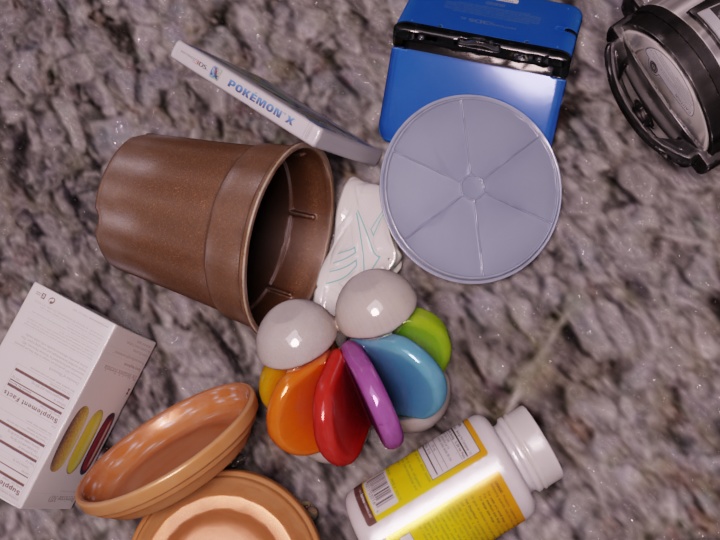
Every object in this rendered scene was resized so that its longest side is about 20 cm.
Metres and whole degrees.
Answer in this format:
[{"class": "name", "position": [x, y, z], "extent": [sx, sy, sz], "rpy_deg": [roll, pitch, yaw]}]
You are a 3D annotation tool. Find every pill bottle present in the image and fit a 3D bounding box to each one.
[{"class": "pill bottle", "position": [0.092, 0.215, 0.872], "extent": [0.198, 0.109, 0.110], "rpy_deg": [-31, 73, 0]}]

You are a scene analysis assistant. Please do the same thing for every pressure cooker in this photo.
[{"class": "pressure cooker", "position": [0.353, -0.205, 0.908], "extent": [0.198, 0.180, 0.177], "rpy_deg": [-31, 39, 0]}]

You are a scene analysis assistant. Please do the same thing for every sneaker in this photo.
[{"class": "sneaker", "position": [0.000, 0.000, 0.963], "extent": [0.079, 0.071, 0.203], "rpy_deg": [13, 77, 9]}]

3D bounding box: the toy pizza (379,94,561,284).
[{"class": "toy pizza", "position": [0.117, -0.086, 0.966], "extent": [0.196, 0.032, 0.204], "rpy_deg": [0, 84, -5]}]

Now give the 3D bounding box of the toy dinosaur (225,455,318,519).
[{"class": "toy dinosaur", "position": [-0.146, 0.244, 0.925], "extent": [0.197, 0.048, 0.089], "rpy_deg": [-14, 56, -5]}]

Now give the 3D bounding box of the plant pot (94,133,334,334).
[{"class": "plant pot", "position": [-0.154, -0.051, 0.946], "extent": [0.195, 0.200, 0.203], "rpy_deg": [14, 78, 21]}]

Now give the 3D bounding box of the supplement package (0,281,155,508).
[{"class": "supplement package", "position": [-0.325, 0.135, 0.955], "extent": [0.108, 0.114, 0.202], "rpy_deg": [24, 82, 15]}]

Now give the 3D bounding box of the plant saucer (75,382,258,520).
[{"class": "plant saucer", "position": [-0.185, 0.181, 0.893], "extent": [0.198, 0.200, 0.038], "rpy_deg": [-28, 104, 1]}]

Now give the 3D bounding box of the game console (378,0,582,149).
[{"class": "game console", "position": [0.136, -0.225, 1.026], "extent": [0.197, 0.119, 0.172], "rpy_deg": [14, 47, 11]}]

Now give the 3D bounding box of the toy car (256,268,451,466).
[{"class": "toy car", "position": [-0.001, 0.112, 0.864], "extent": [0.197, 0.151, 0.177], "rpy_deg": [-20, 118, 2]}]

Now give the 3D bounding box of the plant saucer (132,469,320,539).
[{"class": "plant saucer", "position": [-0.131, 0.295, 0.863], "extent": [0.196, 0.037, 0.204], "rpy_deg": [0, 78, 1]}]

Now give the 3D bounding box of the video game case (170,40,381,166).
[{"class": "video game case", "position": [-0.081, -0.172, 0.953], "extent": [0.181, 0.200, 0.022], "rpy_deg": [34, 101, 15]}]
